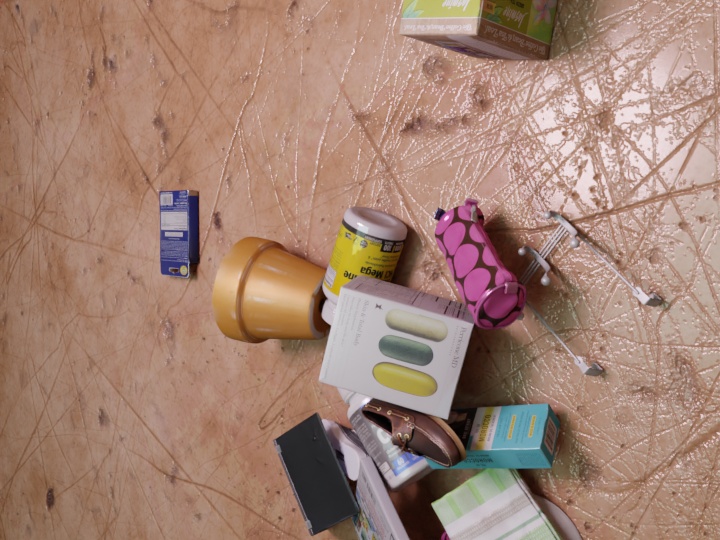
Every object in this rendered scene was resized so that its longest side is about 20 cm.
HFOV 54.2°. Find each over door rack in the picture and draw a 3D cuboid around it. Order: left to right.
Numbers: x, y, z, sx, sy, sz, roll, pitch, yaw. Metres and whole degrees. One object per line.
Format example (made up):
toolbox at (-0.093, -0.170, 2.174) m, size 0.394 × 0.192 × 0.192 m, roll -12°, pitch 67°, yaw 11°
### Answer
over door rack at (0.293, 0.031, 0.989) m, size 0.200 × 0.067 × 0.148 m, roll 48°, pitch 123°, yaw 29°

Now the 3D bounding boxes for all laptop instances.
laptop at (-0.073, 0.381, 1.317) m, size 0.116 × 0.200 × 0.187 m, roll -26°, pitch 72°, yaw 2°

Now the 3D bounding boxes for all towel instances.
towel at (0.212, 0.397, 1.035) m, size 0.149 × 0.031 × 0.200 m, roll -37°, pitch 69°, yaw 11°

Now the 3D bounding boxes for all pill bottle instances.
pill bottle at (0.000, 0.000, 1.218) m, size 0.112 × 0.112 × 0.200 m, roll 32°, pitch 114°, yaw 35°
pill bottle at (0.048, 0.259, 1.192) m, size 0.114 × 0.114 × 0.200 m, roll -48°, pitch 63°, yaw 33°

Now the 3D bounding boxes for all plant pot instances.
plant pot at (-0.142, 0.048, 1.310) m, size 0.183 × 0.200 × 0.201 m, roll 10°, pitch 100°, yaw 25°

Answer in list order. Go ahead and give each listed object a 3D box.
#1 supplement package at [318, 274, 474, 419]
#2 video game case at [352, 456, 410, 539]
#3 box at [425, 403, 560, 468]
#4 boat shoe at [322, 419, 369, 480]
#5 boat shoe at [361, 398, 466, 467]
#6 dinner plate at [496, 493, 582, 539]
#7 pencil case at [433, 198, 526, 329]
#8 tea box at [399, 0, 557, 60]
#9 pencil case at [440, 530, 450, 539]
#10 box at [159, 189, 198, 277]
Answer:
supplement package at (0.062, 0.111, 1.085) m, size 0.200 × 0.151 × 0.152 m, roll 15°, pitch 99°, yaw 9°
video game case at (0.037, 0.435, 1.139) m, size 0.200 × 0.022 × 0.183 m, roll -122°, pitch 29°, yaw -45°
box at (0.193, 0.252, 1.064) m, size 0.200 × 0.082 × 0.049 m, roll -12°, pitch 126°, yaw 35°
boat shoe at (-0.016, 0.324, 1.286) m, size 0.200 × 0.068 × 0.072 m, roll 12°, pitch 98°, yaw 63°
boat shoe at (0.075, 0.243, 1.058) m, size 0.200 × 0.070 × 0.071 m, roll 24°, pitch 133°, yaw 56°
dinner plate at (0.234, 0.433, 1.048) m, size 0.200 × 0.024 × 0.201 m, roll -5°, pitch 77°, yaw 21°
pencil case at (0.173, -0.013, 1.022) m, size 0.094 × 0.091 × 0.200 m, roll -58°, pitch 34°, yaw 31°
tea box at (0.174, -0.406, 0.975) m, size 0.134 × 0.200 × 0.197 m, roll 17°, pitch 105°, yaw 39°
pencil case at (0.112, 0.507, 1.174) m, size 0.091 × 0.094 × 0.200 m, roll 33°, pitch 124°, yaw -15°
box at (-0.425, -0.086, 1.644) m, size 0.121 × 0.032 × 0.200 m, roll 5°, pitch 95°, yaw 42°
